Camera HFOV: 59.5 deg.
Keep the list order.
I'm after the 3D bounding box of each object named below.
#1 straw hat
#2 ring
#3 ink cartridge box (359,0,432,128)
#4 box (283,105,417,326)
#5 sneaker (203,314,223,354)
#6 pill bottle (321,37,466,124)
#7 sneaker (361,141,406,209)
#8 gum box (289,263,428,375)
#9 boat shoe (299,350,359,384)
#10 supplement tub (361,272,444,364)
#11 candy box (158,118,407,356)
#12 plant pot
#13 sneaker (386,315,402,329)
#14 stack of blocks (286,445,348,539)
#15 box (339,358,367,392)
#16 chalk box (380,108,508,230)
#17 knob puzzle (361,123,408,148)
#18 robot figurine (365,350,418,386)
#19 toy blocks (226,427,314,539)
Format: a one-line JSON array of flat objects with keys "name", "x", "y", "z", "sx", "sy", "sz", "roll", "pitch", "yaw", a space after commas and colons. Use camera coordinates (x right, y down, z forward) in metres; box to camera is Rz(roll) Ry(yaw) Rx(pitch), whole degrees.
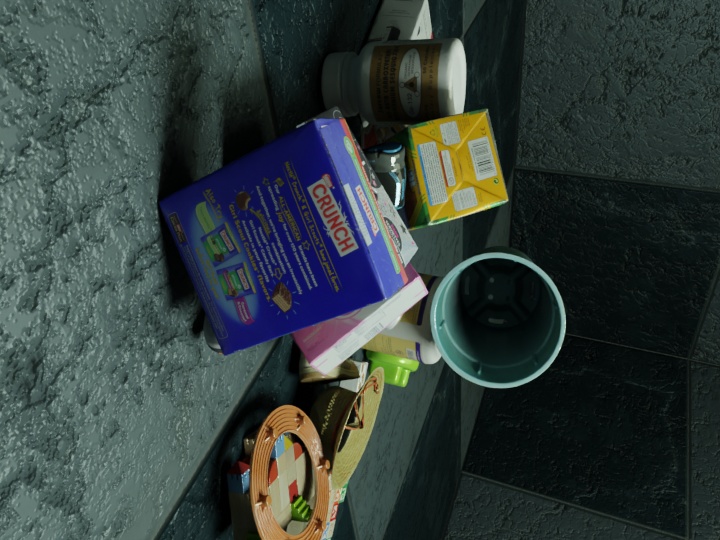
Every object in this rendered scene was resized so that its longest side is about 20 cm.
[{"name": "straw hat", "x": -0.036, "y": 0.239, "z": 1.021, "sx": 0.204, "sy": 0.083, "sz": 0.203, "roll": 90, "pitch": 25, "yaw": -47}, {"name": "ring", "x": -0.087, "y": 0.286, "z": 0.854, "sx": 0.201, "sy": 0.019, "sz": 0.206, "roll": 47, "pitch": 36, "yaw": -50}, {"name": "ink cartridge box", "x": 0.062, "y": -0.347, "z": 1.092, "sx": 0.145, "sy": 0.081, "sz": 0.205, "roll": 65, "pitch": 40, "yaw": -59}, {"name": "box", "x": -0.041, "y": -0.066, "z": 0.750, "sx": 0.203, "sy": 0.130, "sz": 0.115, "roll": 58, "pitch": 32, "yaw": -10}, {"name": "sneaker", "x": -0.119, "y": 0.049, "z": 0.785, "sx": 0.202, "sy": 0.075, "sz": 0.114, "roll": -61, "pitch": 152, "yaw": -43}, {"name": "pill bottle", "x": 0.048, "y": -0.270, "z": 0.909, "sx": 0.114, "sy": 0.194, "sz": 0.118, "roll": 4, "pitch": 90, "yaw": -70}, {"name": "sneaker", "x": -0.016, "y": -0.122, "z": 0.836, "sx": 0.072, "sy": 0.198, "sz": 0.084, "roll": -21, "pitch": 111, "yaw": -33}, {"name": "gum box", "x": -0.019, "y": 0.040, "z": 0.875, "sx": 0.198, "sy": 0.114, "sz": 0.066, "roll": -38, "pitch": 152, "yaw": 1}, {"name": "boat shoe", "x": -0.048, "y": 0.150, "z": 1.041, "sx": 0.200, "sy": 0.069, "sz": 0.067, "roll": 39, "pitch": 41, "yaw": -72}, {"name": "supplement tub", "x": 0.052, "y": 0.070, "z": 1.091, "sx": 0.145, "sy": 0.194, "sz": 0.150, "roll": 11, "pitch": 90, "yaw": -70}, {"name": "candy box", "x": -0.076, "y": -0.029, "z": 0.617, "sx": 0.077, "sy": 0.196, "sz": 0.173, "roll": -35, "pitch": 104, "yaw": -62}, {"name": "plant pot", "x": 0.222, "y": 0.054, "z": 1.011, "sx": 0.196, "sy": 0.194, "sz": 0.207, "roll": -40, "pitch": 137, "yaw": -71}, {"name": "sneaker", "x": 0.000, "y": 0.000, "z": 0.987, "sx": 0.070, "sy": 0.106, "sz": 0.203, "roll": -49, "pitch": -143, "yaw": 32}, {"name": "stack of blocks", "x": -0.069, "y": 0.390, "z": 1.111, "sx": 0.115, "sy": 0.057, "sz": 0.206, "roll": 33, "pitch": 68, "yaw": -68}, {"name": "box", "x": -0.027, "y": 0.272, "z": 1.200, "sx": 0.039, "sy": 0.040, "sz": 0.207, "roll": 21, "pitch": 79, "yaw": -69}, {"name": "chalk box", "x": 0.093, "y": -0.128, "z": 0.875, "sx": 0.199, "sy": 0.121, "sz": 0.129, "roll": 173, "pitch": -98, "yaw": -72}, {"name": "knob puzzle", "x": 0.050, "y": -0.158, "z": 1.055, "sx": 0.030, "sy": 0.218, "sz": 0.225, "roll": -25, "pitch": 130, "yaw": -27}, {"name": "robot figurine", "x": 0.077, "y": 0.132, "z": 1.313, "sx": 0.175, "sy": 0.113, "sz": 0.206, "roll": 30, "pitch": 70, "yaw": -56}, {"name": "toy blocks", "x": -0.124, "y": 0.284, "z": 0.886, "sx": 0.199, "sy": 0.097, "sz": 0.141, "roll": -26, "pitch": 112, "yaw": -66}]
